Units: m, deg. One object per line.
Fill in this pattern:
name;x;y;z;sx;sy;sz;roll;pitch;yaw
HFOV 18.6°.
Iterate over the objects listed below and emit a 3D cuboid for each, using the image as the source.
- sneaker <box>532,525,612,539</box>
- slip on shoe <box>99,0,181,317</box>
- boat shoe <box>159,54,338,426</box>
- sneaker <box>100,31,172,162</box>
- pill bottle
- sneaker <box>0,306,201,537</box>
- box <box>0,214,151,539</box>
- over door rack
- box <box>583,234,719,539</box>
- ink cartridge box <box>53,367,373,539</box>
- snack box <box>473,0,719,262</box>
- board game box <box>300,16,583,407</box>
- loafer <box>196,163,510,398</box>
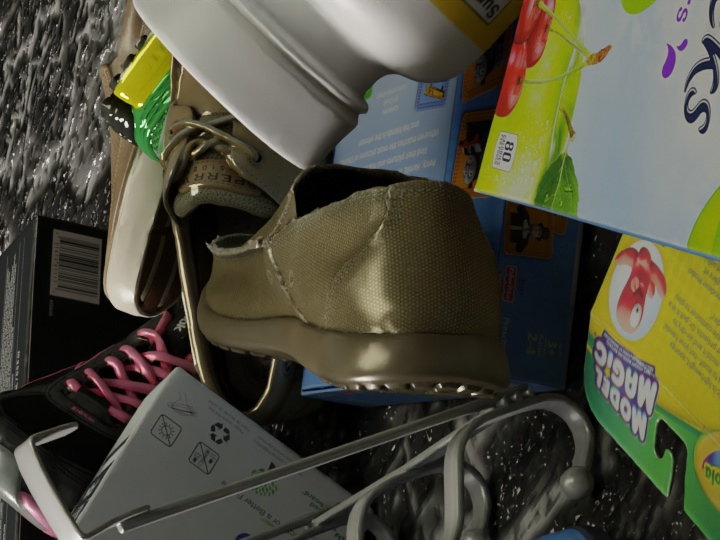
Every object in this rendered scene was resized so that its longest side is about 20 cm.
sneaker;0.014;0.151;0.719;0.200;0.078;0.066;-55;32;38
slip on shoe;-0.092;-0.079;1.022;0.060;0.076;0.201;12;86;22
boat shoe;-0.046;-0.038;0.876;0.072;0.065;0.202;-4;91;21
sneaker;-0.022;-0.119;0.934;0.200;0.085;0.078;-55;-8;20
pill bottle;0.022;-0.132;0.704;0.200;0.111;0.111;-46;32;7
sneaker;-0.096;0.053;0.909;0.096;0.079;0.200;-56;-13;13
box;-0.159;0.095;1.105;0.141;0.078;0.201;-34;50;52
over door rack;-0.038;0.096;0.718;0.148;0.199;0.067;-40;60;52
box;0.128;-0.024;0.592;0.201;0.048;0.117;-67;28;17
ink cartridge box;-0.079;0.139;0.798;0.039;0.099;0.200;-42;13;51
snack box;0.114;-0.098;0.526;0.168;0.067;0.201;23;100;63
board game box;0.035;-0.054;0.810;0.151;0.036;0.201;-12;68;63
loafer;0.000;0.000;0.720;0.200;0.076;0.068;-168;86;-68
